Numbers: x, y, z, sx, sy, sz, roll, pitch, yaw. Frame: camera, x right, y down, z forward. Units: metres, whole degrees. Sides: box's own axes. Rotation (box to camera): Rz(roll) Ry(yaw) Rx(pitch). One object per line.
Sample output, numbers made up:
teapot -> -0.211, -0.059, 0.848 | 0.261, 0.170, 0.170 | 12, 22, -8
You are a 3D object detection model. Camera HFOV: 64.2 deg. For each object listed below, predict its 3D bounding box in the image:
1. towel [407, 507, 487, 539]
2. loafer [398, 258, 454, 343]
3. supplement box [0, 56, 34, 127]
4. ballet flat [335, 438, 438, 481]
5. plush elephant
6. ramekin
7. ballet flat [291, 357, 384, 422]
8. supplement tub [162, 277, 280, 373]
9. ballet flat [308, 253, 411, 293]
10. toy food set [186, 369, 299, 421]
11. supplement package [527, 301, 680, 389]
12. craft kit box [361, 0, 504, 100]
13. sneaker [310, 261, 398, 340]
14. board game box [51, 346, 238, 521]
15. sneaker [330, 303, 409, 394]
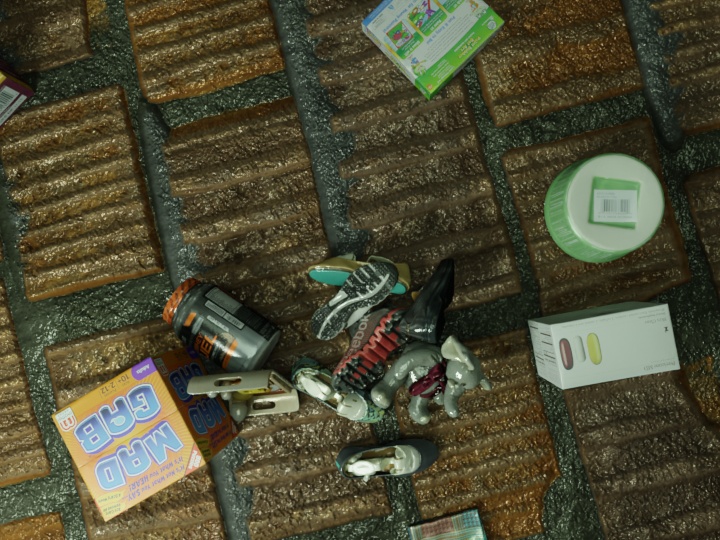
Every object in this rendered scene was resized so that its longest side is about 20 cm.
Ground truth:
towel -> 0.183, 0.568, 1.088 | 0.145, 0.022, 0.202 | -16, 87, 2
loafer -> 0.127, 0.044, 1.042 | 0.071, 0.201, 0.073 | 6, 128, 21
supplement box -> -0.782, -0.391, 1.136 | 0.131, 0.103, 0.200 | -44, 87, 2
ballet flat -> 0.051, 0.361, 1.079 | 0.197, 0.073, 0.074 | -5, 88, 3
plush elephant -> 0.149, 0.192, 1.027 | 0.154, 0.165, 0.201 | 13, 68, 47
ramekin -> 0.450, -0.117, 1.053 | 0.197, 0.098, 0.203 | 0, 88, 3
ballet flat -> -0.048, 0.239, 1.088 | 0.199, 0.074, 0.075 | 28, 90, 5
supplement tub -> -0.261, 0.107, 1.079 | 0.199, 0.123, 0.123 | 32, 90, 5
ballet flat -> 0.000, 0.000, 1.105 | 0.198, 0.069, 0.064 | 10, 61, 1
toy food set -> -0.204, 0.231, 1.037 | 0.142, 0.200, 0.061 | -7, 66, 7
supplement package -> 0.423, 0.128, 1.019 | 0.198, 0.156, 0.112 | -11, 88, 3
craft kit box -> 0.139, -0.474, 1.112 | 0.200, 0.049, 0.198 | -43, 84, 2
sneaker -> -0.007, 0.049, 1.066 | 0.199, 0.080, 0.074 | -38, 83, 22
board game box -> -0.377, 0.280, 1.042 | 0.198, 0.200, 0.201 | -30, 87, 2
sneaker -> 0.014, 0.141, 1.076 | 0.201, 0.098, 0.071 | -48, 121, -2
